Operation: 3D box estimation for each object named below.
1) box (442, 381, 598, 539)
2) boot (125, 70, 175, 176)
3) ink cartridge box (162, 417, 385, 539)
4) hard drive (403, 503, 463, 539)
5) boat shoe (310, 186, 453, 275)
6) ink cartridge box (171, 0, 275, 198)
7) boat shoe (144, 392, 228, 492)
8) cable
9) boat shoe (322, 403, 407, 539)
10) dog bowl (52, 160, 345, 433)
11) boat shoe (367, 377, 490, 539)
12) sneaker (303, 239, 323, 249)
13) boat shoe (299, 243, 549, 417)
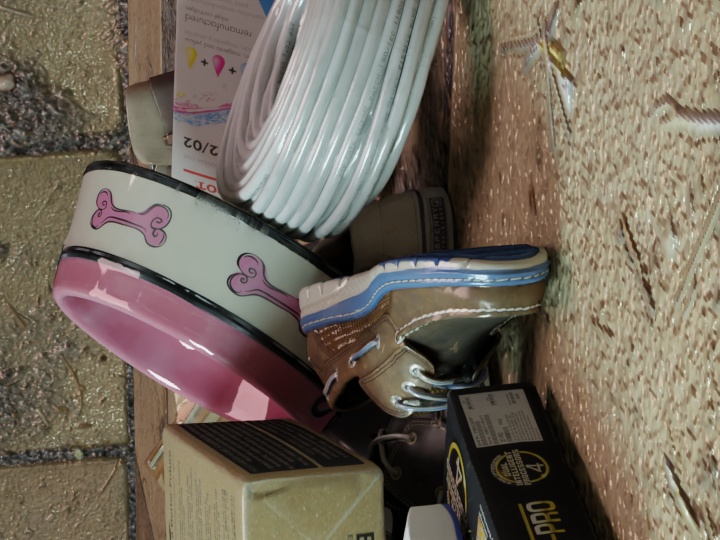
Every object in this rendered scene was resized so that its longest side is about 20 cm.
[{"bbox_3d":[0.075,0.170,0.969,0.200,0.049,0.162,-108,15,-57],"label":"box"},{"bbox_3d":[-0.082,-0.116,1.465,0.070,0.145,0.202,-89,-1,-79],"label":"boot"},{"bbox_3d":[-0.042,0.183,1.094,0.165,0.075,0.202,-161,68,-71],"label":"ink cartridge box"},{"bbox_3d":[0.034,0.216,1.017,0.201,0.025,0.133,97,165,-53],"label":"hard drive"},{"bbox_3d":[0.000,0.000,1.267,0.200,0.069,0.071,132,135,-75],"label":"boat shoe"},{"bbox_3d":[-0.051,-0.096,1.357,0.068,0.114,0.201,-59,-20,-49],"label":"ink cartridge box"},{"bbox_3d":[-0.088,0.077,1.433,0.201,0.072,0.076,-62,-12,28],"label":"boat shoe"},{"bbox_3d":[-0.012,-0.113,1.166,0.200,0.069,0.201,-133,63,-76],"label":"cable"},{"bbox_3d":[0.014,0.120,1.255,0.200,0.069,0.067,-131,41,-62],"label":"boat shoe"},{"bbox_3d":[-0.081,0.024,1.215,0.074,0.199,0.200,-61,4,-13],"label":"dog bowl"},{"bbox_3d":[0.035,0.099,1.122,0.072,0.067,0.202,149,120,-80],"label":"boat shoe"},{"bbox_3d":[-0.049,0.028,1.507,0.200,0.081,0.078,108,157,-62],"label":"sneaker"},{"bbox_3d":[0.034,0.032,1.050,0.200,0.072,0.073,162,103,-67],"label":"boat shoe"}]
